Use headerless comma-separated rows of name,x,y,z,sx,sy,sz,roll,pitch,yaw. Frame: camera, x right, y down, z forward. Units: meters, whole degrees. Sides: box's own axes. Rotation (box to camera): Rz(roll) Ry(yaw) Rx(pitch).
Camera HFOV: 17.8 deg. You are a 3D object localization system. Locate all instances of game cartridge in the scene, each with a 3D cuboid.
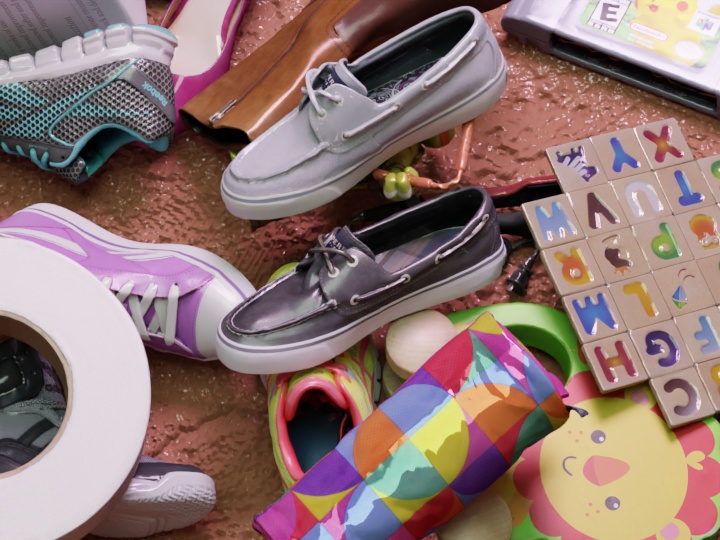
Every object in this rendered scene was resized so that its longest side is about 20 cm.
game cartridge,0.213,-0.185,1.578,0.199,0.041,0.134,22,63,16

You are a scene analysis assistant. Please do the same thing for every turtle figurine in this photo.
turtle figurine,-0.004,-0.081,1.526,0.161,0.065,0.200,-18,36,3

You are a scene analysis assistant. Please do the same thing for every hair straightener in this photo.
hair straightener,0.091,-0.024,1.502,0.199,0.041,0.077,-2,62,5

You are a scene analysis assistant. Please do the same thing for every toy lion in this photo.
toy lion,0.126,0.108,1.424,0.191,0.069,0.201,-12,61,-8

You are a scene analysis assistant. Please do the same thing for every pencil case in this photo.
pencil case,0.034,0.114,1.335,0.200,0.088,0.088,-39,65,-5

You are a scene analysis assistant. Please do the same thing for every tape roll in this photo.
tape roll,-0.225,0.077,1.374,0.202,0.037,0.204,3,68,-7

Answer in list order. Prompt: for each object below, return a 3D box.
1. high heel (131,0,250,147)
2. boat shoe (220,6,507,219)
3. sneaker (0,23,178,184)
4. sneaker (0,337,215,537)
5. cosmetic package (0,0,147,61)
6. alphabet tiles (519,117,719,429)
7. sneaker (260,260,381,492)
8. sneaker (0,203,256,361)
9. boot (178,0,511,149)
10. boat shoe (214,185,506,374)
high heel,-0.107,-0.180,1.573,0.067,0.096,0.200,29,69,19
boat shoe,-0.004,-0.105,1.440,0.200,0.072,0.070,-28,43,-6
sneaker,-0.211,-0.098,1.545,0.199,0.078,0.092,-16,78,19
sneaker,-0.185,0.102,1.444,0.199,0.076,0.114,1,65,9
cosmetic package,-0.269,-0.238,1.567,0.199,0.167,0.167,-13,61,8
alphabet tiles,0.198,-0.002,1.459,0.166,0.006,0.201,-14,69,-23
sneaker,-0.024,0.074,1.435,0.078,0.090,0.201,-13,60,1
sneaker,-0.167,0.023,1.461,0.200,0.073,0.114,16,24,23
boot,-0.010,-0.153,1.512,0.200,0.069,0.188,-40,30,-23
boat shoe,0.000,0.000,1.415,0.199,0.066,0.070,-19,38,-17
